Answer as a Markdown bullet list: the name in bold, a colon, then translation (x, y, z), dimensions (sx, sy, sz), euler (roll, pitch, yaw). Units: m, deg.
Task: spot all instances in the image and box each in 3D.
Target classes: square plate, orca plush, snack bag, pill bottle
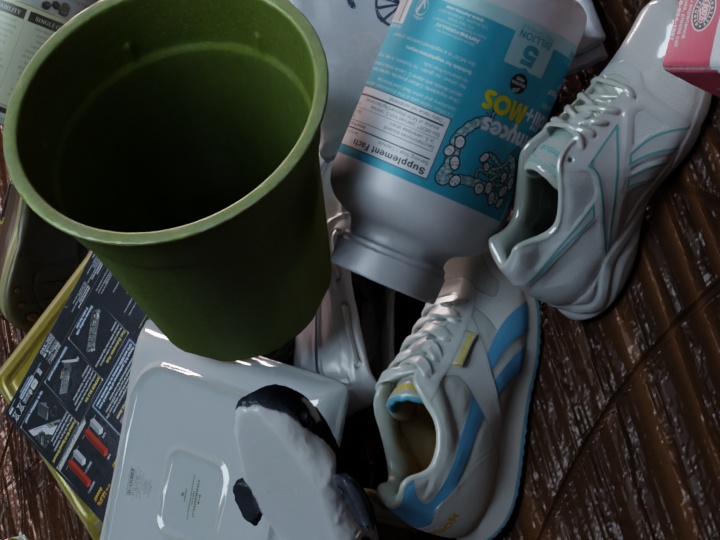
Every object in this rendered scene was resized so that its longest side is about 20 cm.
- **square plate**: translation (-0.100, 0.147, 1.629), dimensions (0.197, 0.028, 0.202), euler (16, 97, 43)
- **orca plush**: translation (-0.003, 0.144, 1.530), dimensions (0.105, 0.200, 0.071), euler (-29, 11, 49)
- **snack bag**: translation (0.042, -0.180, 1.636), dimensions (0.199, 0.021, 0.190), euler (-20, 60, 9)
- **pill bottle**: translation (0.051, -0.085, 1.532), dimensions (0.111, 0.110, 0.201), euler (26, 94, 54)

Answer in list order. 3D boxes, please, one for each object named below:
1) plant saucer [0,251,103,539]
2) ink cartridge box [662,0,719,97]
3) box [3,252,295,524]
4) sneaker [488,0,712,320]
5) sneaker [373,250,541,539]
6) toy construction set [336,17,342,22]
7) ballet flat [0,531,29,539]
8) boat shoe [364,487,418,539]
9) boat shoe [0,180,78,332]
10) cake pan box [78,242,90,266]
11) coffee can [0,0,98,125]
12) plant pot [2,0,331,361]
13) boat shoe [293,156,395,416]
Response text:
- **plant saucer**: translation (-0.174, 0.084, 1.814), dimensions (0.200, 0.048, 0.200), euler (-50, 62, 25)
- **ink cartridge box**: translation (0.272, -0.162, 1.368), dimensions (0.199, 0.084, 0.147), euler (6, 79, 56)
- **box**: translation (-0.140, 0.066, 1.726), dimensions (0.158, 0.050, 0.201), euler (42, 113, 30)
- **sneaker**: translation (0.143, -0.072, 1.501), dimensions (0.070, 0.080, 0.201), euler (26, 94, 56)
- **sneaker**: translation (0.056, 0.061, 1.550), dimensions (0.076, 0.080, 0.201), euler (-23, 55, 47)
- **toy construction set**: translation (0.011, -0.207, 1.738), dimensions (0.131, 0.092, 0.201), euler (-10, 55, 50)
- **ballet flat**: translation (-0.229, 0.256, 1.835), dimensions (0.200, 0.075, 0.064), euler (43, 128, 51)
- **boat shoe**: translation (-0.041, 0.175, 1.634), dimensions (0.199, 0.072, 0.065), euler (-7, 64, 45)
- **boat shoe**: translation (-0.238, -0.056, 1.918), dimensions (0.067, 0.072, 0.201), euler (17, 91, 53)
- **cake pan box**: translation (-0.162, -0.023, 1.905), dimensions (0.200, 0.052, 0.185), euler (-49, 39, 26)
- **coffee can**: translation (-0.252, -0.212, 2.029), dimensions (0.146, 0.146, 0.201), euler (23, 92, 54)
- **plant pot**: translation (-0.096, -0.043, 1.573), dimensions (0.198, 0.190, 0.201), euler (-7, 53, 10)
- **boat shoe**: translation (0.000, 0.000, 1.674), dimensions (0.065, 0.073, 0.201), euler (-16, 64, 31)
